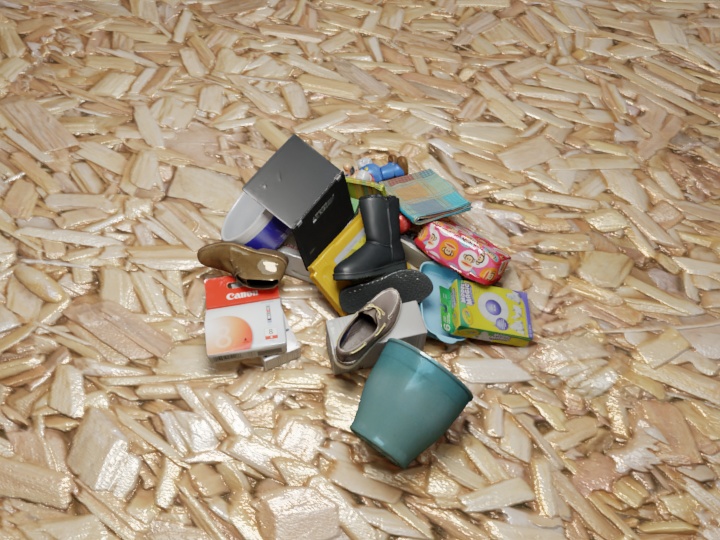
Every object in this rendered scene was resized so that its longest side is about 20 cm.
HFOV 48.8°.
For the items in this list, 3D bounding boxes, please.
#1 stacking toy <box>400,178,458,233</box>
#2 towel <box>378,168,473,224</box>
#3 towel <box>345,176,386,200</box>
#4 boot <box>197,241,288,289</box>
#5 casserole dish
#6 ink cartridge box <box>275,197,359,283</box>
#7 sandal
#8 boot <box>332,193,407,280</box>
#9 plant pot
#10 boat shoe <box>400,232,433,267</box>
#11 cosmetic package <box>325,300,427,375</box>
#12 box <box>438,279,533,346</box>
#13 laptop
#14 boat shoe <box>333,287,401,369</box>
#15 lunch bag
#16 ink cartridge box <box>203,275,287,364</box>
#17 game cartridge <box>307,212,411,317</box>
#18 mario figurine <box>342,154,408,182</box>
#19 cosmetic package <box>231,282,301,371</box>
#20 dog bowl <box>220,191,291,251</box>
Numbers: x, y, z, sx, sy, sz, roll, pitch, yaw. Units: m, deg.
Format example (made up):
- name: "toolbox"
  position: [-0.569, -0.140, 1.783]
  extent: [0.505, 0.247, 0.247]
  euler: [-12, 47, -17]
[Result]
- name: "stacking toy"
  position: [0.138, -0.136, 1.799]
  extent: [0.085, 0.086, 0.200]
  euler: [40, 47, 20]
- name: "towel"
  position: [0.139, -0.168, 1.761]
  extent: [0.146, 0.022, 0.200]
  euler: [-16, 36, -17]
- name: "towel"
  position: [-0.035, -0.181, 1.788]
  extent: [0.199, 0.086, 0.018]
  euler: [13, 61, 18]
- name: "boot"
  position: [-0.256, -0.009, 1.669]
  extent: [0.198, 0.074, 0.076]
  euler: [7, 53, 10]
- name: "casserole dish"
  position: [0.170, 0.072, 1.703]
  extent: [0.120, 0.039, 0.201]
  euler: [17, 55, -26]
- name: "ink cartridge box"
  position: [-0.101, -0.081, 1.778]
  extent: [0.144, 0.088, 0.201]
  euler: [19, 60, 5]
- name: "sandal"
  position: [0.052, 0.037, 1.657]
  extent: [0.199, 0.076, 0.048]
  euler: [-10, 17, 2]
- name: "boot"
  position: [0.011, -0.071, 1.662]
  extent: [0.199, 0.076, 0.169]
  euler: [-12, 94, -38]
- name: "plant pot"
  position: [0.082, 0.264, 1.518]
  extent: [0.199, 0.200, 0.188]
  euler: [33, 77, 17]
- name: "boat shoe"
  position: [0.095, -0.074, 1.795]
  extent: [0.199, 0.073, 0.063]
  euler: [31, 64, 21]
- name: "cosmetic package"
  position: [0.031, 0.139, 1.636]
  extent: [0.198, 0.107, 0.091]
  euler: [-11, 58, -7]
- name: "box"
  position: [0.263, 0.088, 1.684]
  extent: [0.199, 0.048, 0.118]
  euler: [9, 56, -15]
- name: "laptop"
  position: [-0.124, -0.144, 1.676]
  extent: [0.115, 0.201, 0.188]
  euler: [19, 55, 30]
- name: "boat shoe"
  position: [0.018, 0.104, 1.560]
  extent: [0.072, 0.060, 0.200]
  euler: [33, 62, 18]
- name: "lunch bag"
  position: [0.231, -0.050, 1.750]
  extent: [0.199, 0.082, 0.176]
  euler: [33, 18, 18]
- name: "ink cartridge box"
  position: [-0.240, 0.084, 1.633]
  extent: [0.161, 0.050, 0.201]
  euler: [-9, 62, -5]
- name: "game cartridge"
  position: [0.000, 0.000, 1.709]
  extent: [0.177, 0.032, 0.200]
  euler: [50, 61, -16]
- name: "mario figurine"
  position: [0.011, -0.237, 1.869]
  extent: [0.199, 0.124, 0.106]
  euler: [-23, 74, -21]
- name: "cosmetic package"
  position: [-0.201, 0.105, 1.678]
  extent: [0.082, 0.051, 0.201]
  euler: [-20, 61, -16]
- name: "dog bowl"
  position: [-0.212, -0.123, 1.736]
  extent: [0.079, 0.199, 0.201]
  euler: [40, 54, -28]
